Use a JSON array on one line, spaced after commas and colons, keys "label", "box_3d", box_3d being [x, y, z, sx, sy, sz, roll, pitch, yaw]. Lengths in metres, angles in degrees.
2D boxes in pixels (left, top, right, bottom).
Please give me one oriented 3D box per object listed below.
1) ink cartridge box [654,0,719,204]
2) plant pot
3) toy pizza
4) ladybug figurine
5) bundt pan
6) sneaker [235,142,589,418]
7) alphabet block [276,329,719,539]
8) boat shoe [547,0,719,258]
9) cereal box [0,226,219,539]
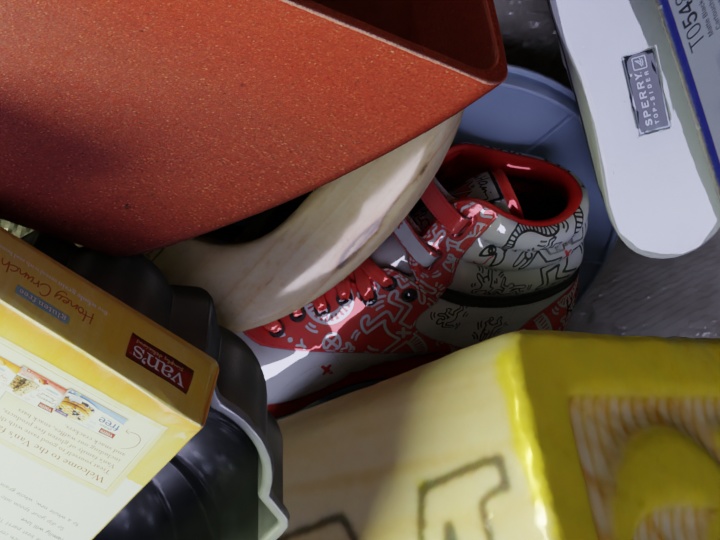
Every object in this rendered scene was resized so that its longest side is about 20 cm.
[{"label": "ink cartridge box", "box_3d": [0.196, -0.127, 1.216, 0.200, 0.041, 0.200, -39, 138, -14]}, {"label": "plant pot", "box_3d": [-0.092, -0.119, 1.063, 0.200, 0.200, 0.176, 18, 136, -33]}, {"label": "toy pizza", "box_3d": [0.019, -0.019, 1.304, 0.200, 0.032, 0.200, -10, 136, -10]}, {"label": "ladybug figurine", "box_3d": [-0.032, -0.055, 1.190, 0.200, 0.136, 0.072, -45, 162, 11]}, {"label": "bundt pan", "box_3d": [-0.123, 0.063, 1.160, 0.201, 0.076, 0.202, 4, 129, 5]}, {"label": "sneaker", "box_3d": [0.000, -0.001, 1.246, 0.201, 0.067, 0.108, -4, 133, -21]}, {"label": "alphabet block", "box_3d": [0.063, 0.145, 1.259, 0.200, 0.197, 0.195, -23, 165, 37]}, {"label": "boat shoe", "box_3d": [0.113, -0.106, 1.232, 0.072, 0.066, 0.200, -16, 115, 0]}, {"label": "cereal box", "box_3d": [-0.165, 0.064, 1.093, 0.144, 0.040, 0.200, 33, 128, -17]}]
